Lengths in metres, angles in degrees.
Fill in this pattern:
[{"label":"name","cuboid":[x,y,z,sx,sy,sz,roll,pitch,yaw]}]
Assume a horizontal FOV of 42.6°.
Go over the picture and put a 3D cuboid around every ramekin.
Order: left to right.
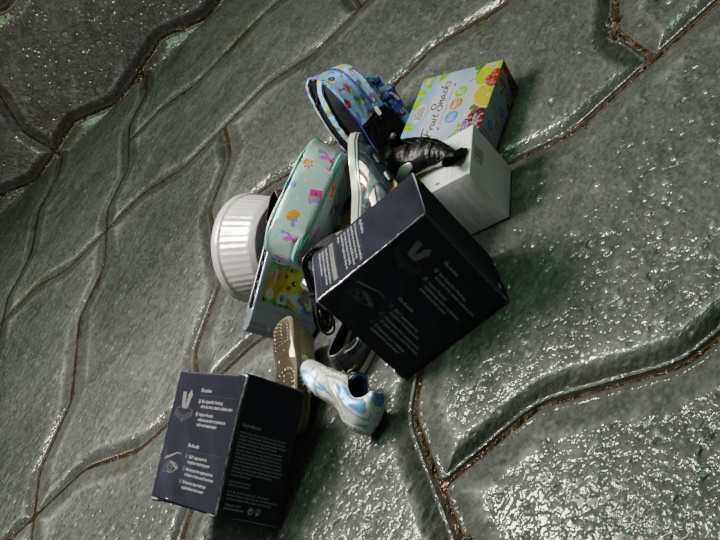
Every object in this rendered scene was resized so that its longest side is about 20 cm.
[{"label":"ramekin","cuboid":[-0.173,-0.043,1.693,0.093,0.203,0.205,-1,53,37]}]

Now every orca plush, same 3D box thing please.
[{"label":"orca plush","cuboid":[0.067,-0.176,1.420,0.106,0.071,0.199,-55,30,-12]}]

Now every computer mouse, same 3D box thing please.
[{"label":"computer mouse","cuboid":[0.000,0.000,1.419,0.197,0.143,0.046,-22,11,-13]}]

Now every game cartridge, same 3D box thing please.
[{"label":"game cartridge","cuboid":[-0.114,0.020,1.571,0.040,0.131,0.204,3,78,61]}]

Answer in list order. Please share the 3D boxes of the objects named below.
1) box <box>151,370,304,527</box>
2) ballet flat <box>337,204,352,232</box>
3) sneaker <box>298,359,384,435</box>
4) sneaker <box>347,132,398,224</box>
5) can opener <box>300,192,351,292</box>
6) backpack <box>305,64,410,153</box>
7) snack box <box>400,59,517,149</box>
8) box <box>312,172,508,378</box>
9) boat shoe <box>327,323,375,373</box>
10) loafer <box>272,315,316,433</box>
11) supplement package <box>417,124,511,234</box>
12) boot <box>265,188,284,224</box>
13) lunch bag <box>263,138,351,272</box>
[{"label":"box","cuboid":[-0.201,0.264,1.391,0.195,0.116,0.204,-4,70,50]},{"label":"ballet flat","cuboid":[-0.014,-0.018,1.470,0.204,0.068,0.063,-69,19,-1]},{"label":"sneaker","cuboid":[-0.025,0.173,1.366,0.199,0.071,0.074,31,95,53]},{"label":"sneaker","cuboid":[0.024,-0.124,1.403,0.078,0.079,0.204,-9,62,10]},{"label":"can opener","cuboid":[-0.047,-0.055,1.558,0.066,0.052,0.203,18,83,36]},{"label":"backpack","cuboid":[-0.005,-0.304,1.730,0.134,0.201,0.182,-42,21,-8]},{"label":"snack box","cuboid":[0.162,-0.254,1.580,0.166,0.068,0.202,-5,48,38]},{"label":"box","cuboid":[0.067,0.011,1.307,0.199,0.196,0.118,-38,31,17]},{"label":"boat shoe","cuboid":[0.006,0.072,1.450,0.072,0.063,0.203,-8,50,47]},{"label":"loafer","cuboid":[-0.098,0.170,1.476,0.075,0.067,0.204,-34,48,43]},{"label":"supplement package","cuboid":[0.126,-0.116,1.456,0.198,0.109,0.115,-26,37,33]},{"label":"boot","cuboid":[-0.097,-0.115,1.653,0.164,0.073,0.201,-21,-20,-21]},{"label":"lunch bag","cuboid":[-0.073,-0.101,1.465,0.076,0.160,0.203,24,85,13]}]
